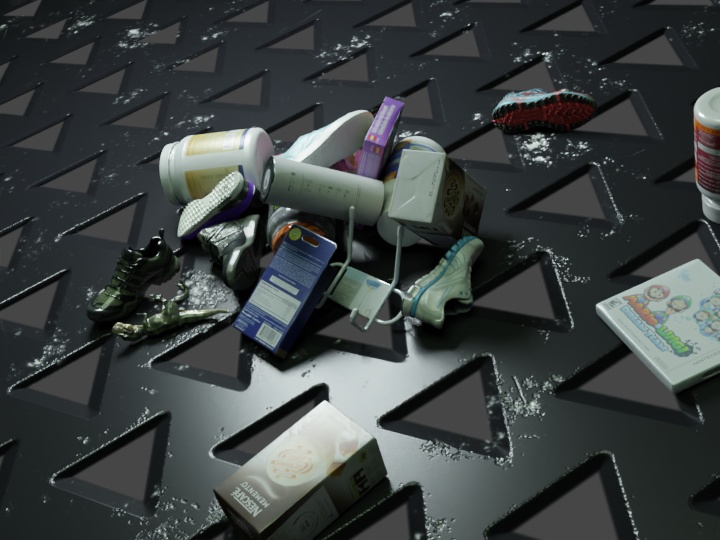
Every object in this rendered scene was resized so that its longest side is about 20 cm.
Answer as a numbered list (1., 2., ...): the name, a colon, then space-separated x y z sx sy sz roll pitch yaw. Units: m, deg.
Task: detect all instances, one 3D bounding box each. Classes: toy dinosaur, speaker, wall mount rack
1. toy dinosaur: -0.327 0.069 1.723 0.199 0.048 0.089 -15 52 2
2. speaker: -0.062 -0.132 1.675 0.199 0.082 0.081 11 33 -18
3. wall mount rack: 0.000 0.000 1.625 0.199 0.075 0.174 24 80 40

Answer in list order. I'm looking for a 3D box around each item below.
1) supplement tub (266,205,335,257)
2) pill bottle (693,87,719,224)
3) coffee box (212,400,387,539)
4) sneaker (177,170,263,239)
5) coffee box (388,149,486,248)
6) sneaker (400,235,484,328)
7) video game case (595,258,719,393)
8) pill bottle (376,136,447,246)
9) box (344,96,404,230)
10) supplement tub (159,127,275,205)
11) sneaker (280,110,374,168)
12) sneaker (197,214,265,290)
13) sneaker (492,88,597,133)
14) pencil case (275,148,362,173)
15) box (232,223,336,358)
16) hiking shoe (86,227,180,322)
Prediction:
1. supplement tub: -0.104 -0.095 1.776 0.122 0.123 0.201 -11 38 8
2. pill bottle: 0.577 -0.176 1.556 0.109 0.201 0.110 -10 38 8
3. coffee box: -0.078 0.282 1.336 0.200 0.080 0.114 -37 42 -24
4. sneaker: -0.258 -0.101 1.882 0.200 0.099 0.070 -30 45 34
5. coffee box: 0.128 -0.110 1.626 0.079 0.200 0.114 10 82 27
6. sneaker: 0.152 0.025 1.591 0.086 0.075 0.200 30 55 20
7. video game case: 0.467 0.074 1.434 0.181 0.024 0.200 -23 38 -8
8. pill bottle: 0.087 -0.137 1.764 0.111 0.113 0.201 -2 40 19
9. box: 0.024 -0.190 1.786 0.039 0.201 0.137 19 45 4
10. supplement tub: -0.275 -0.196 1.946 0.198 0.145 0.145 -4 39 15
11. sneaker: -0.069 -0.227 1.758 0.200 0.074 0.082 -36 47 -17
12. sneaker: -0.239 -0.025 1.782 0.113 0.077 0.200 -10 35 11
13. sneaker: 0.356 -0.323 1.921 0.199 0.080 0.096 1 39 21
14. pencil case: -0.081 -0.202 1.886 0.199 0.083 0.087 -14 40 37
15. box: -0.116 0.031 1.629 0.121 0.032 0.201 27 86 42
16. hiking shoe: -0.418 0.007 1.786 0.075 0.101 0.200 20 51 38
